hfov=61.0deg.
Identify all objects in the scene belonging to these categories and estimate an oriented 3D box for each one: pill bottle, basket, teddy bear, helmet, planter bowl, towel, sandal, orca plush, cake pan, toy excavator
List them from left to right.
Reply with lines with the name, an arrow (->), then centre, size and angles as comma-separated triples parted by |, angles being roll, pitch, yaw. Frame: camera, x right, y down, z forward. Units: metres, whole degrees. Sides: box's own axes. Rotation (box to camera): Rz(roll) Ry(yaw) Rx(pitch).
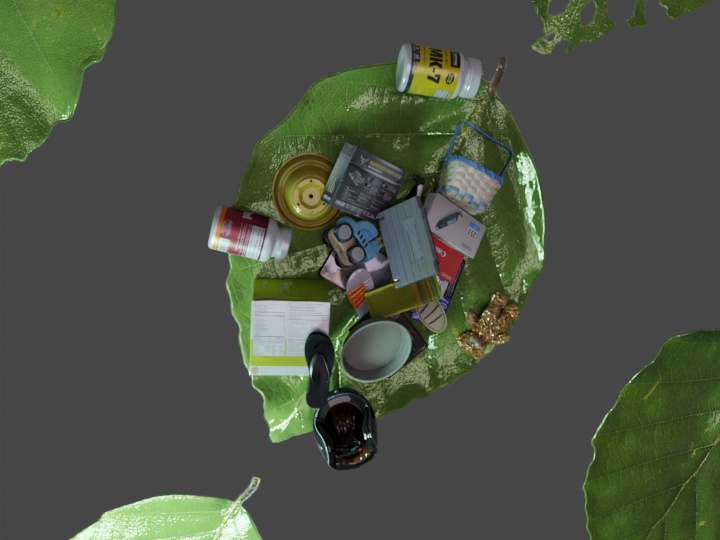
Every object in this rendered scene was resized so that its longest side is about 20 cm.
pill bottle -> -0.280, -0.089, 1.557 | 0.196, 0.113, 0.115 | 14, 102, -13
planter bowl -> -0.129, -0.195, 1.567 | 0.196, 0.084, 0.205 | -2, 106, -8
sandal -> -0.099, 0.248, 1.501 | 0.074, 0.043, 0.204 | -3, 106, -8
helmet -> -0.043, 0.429, 1.689 | 0.196, 0.193, 0.202 | -12, 142, -10
sandal -> 0.002, 0.072, 1.655 | 0.078, 0.059, 0.209 | -24, 129, -9
toy excavator -> 0.028, -0.073, 1.609 | 0.199, 0.099, 0.197 | -35, 99, -27
cake pan -> 0.038, 0.204, 1.597 | 0.196, 0.037, 0.203 | -10, 125, -14
towel -> 0.111, 0.064, 1.593 | 0.196, 0.018, 0.087 | -19, 69, -1
orca plush -> 0.113, -0.155, 1.610 | 0.070, 0.105, 0.204 | 14, 95, 7
pill bottle -> 0.194, -0.493, 1.523 | 0.196, 0.114, 0.117 | 5, 104, -10
basket -> 0.290, -0.263, 1.586 | 0.174, 0.139, 0.203 | 27, 90, -15
teddy bear -> 0.366, 0.160, 1.745 | 0.198, 0.067, 0.146 | -32, 105, 0

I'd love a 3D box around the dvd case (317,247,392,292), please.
dvd case -> 0.000, 0.000, 1.672 | 0.198, 0.018, 0.144 | 30, 97, -15

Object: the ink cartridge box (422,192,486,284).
ink cartridge box -> 0.222, -0.079, 1.604 | 0.198, 0.044, 0.179 | 28, 85, -32

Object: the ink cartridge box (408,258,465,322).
ink cartridge box -> 0.213, 0.050, 1.704 | 0.092, 0.044, 0.203 | 17, 102, -11

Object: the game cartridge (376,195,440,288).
game cartridge -> 0.122, -0.071, 1.537 | 0.128, 0.038, 0.204 | -20, 76, 26

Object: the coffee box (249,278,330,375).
coffee box -> -0.185, 0.140, 1.585 | 0.196, 0.200, 0.202 | 2, 105, -8

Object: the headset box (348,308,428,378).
headset box -> 0.072, 0.179, 1.669 | 0.148, 0.075, 0.200 | -39, 127, 2

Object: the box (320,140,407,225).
box -> 0.011, -0.217, 1.555 | 0.198, 0.048, 0.161 | 16, 103, -43

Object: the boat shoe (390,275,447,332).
boat shoe -> 0.159, 0.081, 1.648 | 0.075, 0.068, 0.201 | -40, 89, -1
